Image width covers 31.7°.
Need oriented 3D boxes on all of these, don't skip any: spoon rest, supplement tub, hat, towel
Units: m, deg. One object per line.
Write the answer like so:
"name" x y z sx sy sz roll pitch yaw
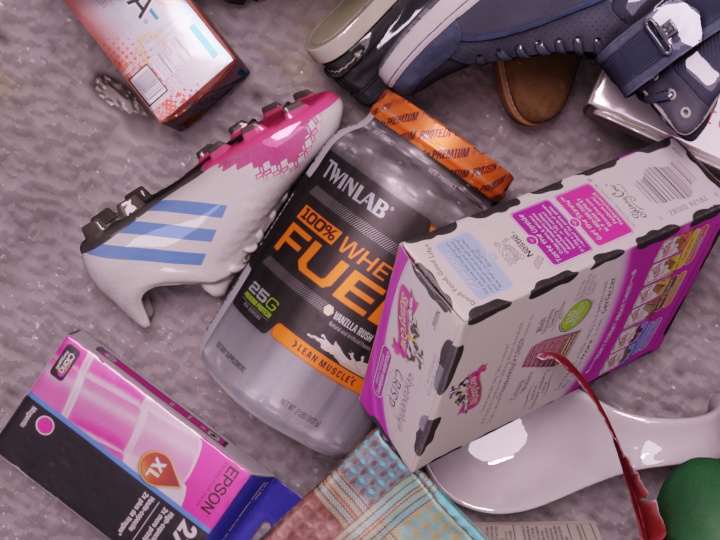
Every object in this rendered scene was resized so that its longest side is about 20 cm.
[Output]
"spoon rest" 0.135 0.102 0.800 0.197 0.061 0.101 -3 93 4
"supplement tub" 0.000 0.000 0.774 0.122 0.123 0.201 33 96 2
"hat" 0.186 0.136 0.767 0.176 0.165 0.201 45 141 22
"towel" 0.028 0.210 0.733 0.147 0.022 0.200 -43 91 7

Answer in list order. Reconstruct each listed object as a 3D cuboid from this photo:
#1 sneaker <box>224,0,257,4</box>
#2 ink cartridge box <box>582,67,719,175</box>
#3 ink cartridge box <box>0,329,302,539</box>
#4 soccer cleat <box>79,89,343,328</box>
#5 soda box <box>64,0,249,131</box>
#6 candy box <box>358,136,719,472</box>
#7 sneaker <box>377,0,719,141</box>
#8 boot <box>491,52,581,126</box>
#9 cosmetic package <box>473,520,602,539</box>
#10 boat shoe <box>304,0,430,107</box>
"sneaker" -0.014 -0.242 0.785 0.198 0.075 0.079 -24 88 4
"ink cartridge box" 0.237 -0.159 0.762 0.145 0.083 0.202 24 96 3
"ink cartridge box" -0.137 0.136 0.839 0.199 0.037 0.095 36 96 0
"soccer cleat" -0.084 -0.038 0.812 0.198 0.070 0.087 -30 103 10
"soda box" -0.156 -0.186 0.801 0.063 0.068 0.201 -38 90 3
"candy box" 0.103 0.017 0.715 0.198 0.137 0.061 -22 56 -29
"sneaker" 0.118 -0.116 0.702 0.201 0.077 0.147 -32 94 24
"boot" 0.129 -0.177 0.747 0.075 0.073 0.203 29 118 41
"cosmetic package" 0.055 0.204 0.792 0.197 0.105 0.072 -2 94 6
"boat shoe" 0.059 -0.177 0.786 0.199 0.074 0.066 -43 115 -8
